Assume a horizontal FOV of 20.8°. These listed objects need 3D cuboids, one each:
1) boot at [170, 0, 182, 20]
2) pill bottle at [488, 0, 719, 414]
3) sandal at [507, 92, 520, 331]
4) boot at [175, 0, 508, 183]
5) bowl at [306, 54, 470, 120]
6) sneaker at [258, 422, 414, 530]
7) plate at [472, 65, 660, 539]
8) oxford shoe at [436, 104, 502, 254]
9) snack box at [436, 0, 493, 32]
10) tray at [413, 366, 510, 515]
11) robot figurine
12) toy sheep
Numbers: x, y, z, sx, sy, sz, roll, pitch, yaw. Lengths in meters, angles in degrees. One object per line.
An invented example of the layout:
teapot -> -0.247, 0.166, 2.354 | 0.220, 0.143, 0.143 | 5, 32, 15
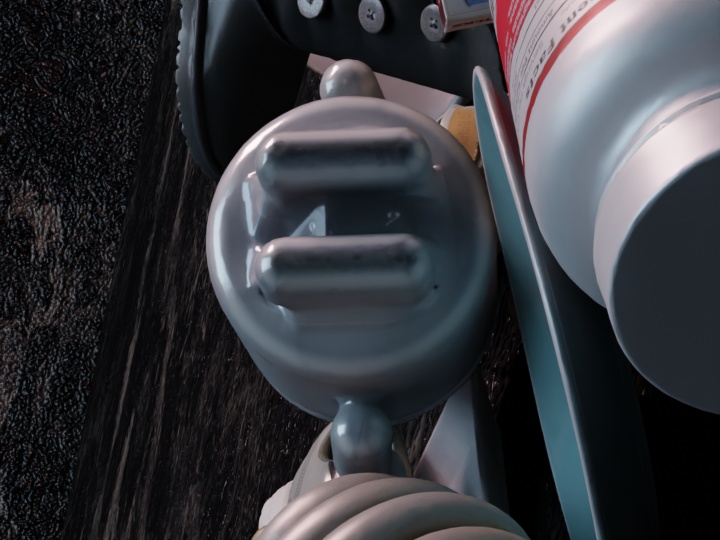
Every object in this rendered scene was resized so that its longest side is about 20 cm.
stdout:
boot -> -0.032, -0.190, 1.196 | 0.211, 0.156, 0.080 | 136, 146, -69
pill bottle -> 0.097, -0.054, 0.556 | 0.201, 0.111, 0.113 | -94, 22, -55
sandal -> 0.079, -0.071, 0.798 | 0.080, 0.054, 0.202 | 145, 137, -72
boot -> 0.004, -0.105, 0.964 | 0.066, 0.199, 0.166 | -34, -52, -49
bowl -> 0.018, -0.197, 0.998 | 0.074, 0.200, 0.201 | -27, -34, -45
sneaker -> -0.004, 0.125, 0.827 | 0.200, 0.073, 0.080 | -101, 33, -64
plate -> 0.070, 0.029, 0.647 | 0.200, 0.025, 0.202 | -13, -90, -88
oxford shoe -> 0.036, -0.021, 0.943 | 0.200, 0.057, 0.076 | 121, 157, -60
snack box -> 0.051, -0.211, 0.861 | 0.024, 0.071, 0.202 | 110, 149, -86
tray -> 0.027, 0.146, 0.876 | 0.108, 0.022, 0.201 | -93, 21, -52
robot figurine -> 0.000, 0.000, 0.800 | 0.200, 0.112, 0.171 | 74, -162, -75
toy sheep -> 0.010, 0.136, 0.683 | 0.200, 0.137, 0.139 | 32, 110, 49
